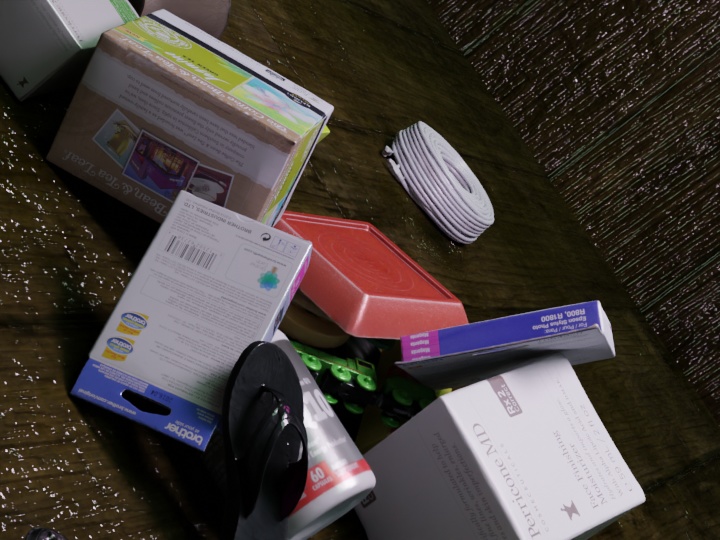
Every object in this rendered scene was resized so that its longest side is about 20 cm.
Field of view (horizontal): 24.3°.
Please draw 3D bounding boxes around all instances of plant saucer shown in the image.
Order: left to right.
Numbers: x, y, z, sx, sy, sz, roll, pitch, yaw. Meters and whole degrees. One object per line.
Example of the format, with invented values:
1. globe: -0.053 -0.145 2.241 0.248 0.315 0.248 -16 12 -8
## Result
1. plant saucer: 0.000 0.000 1.682 0.199 0.037 0.199 5 29 -49

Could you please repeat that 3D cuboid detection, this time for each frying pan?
1. frying pan: 0.017 0.119 1.772 0.190 0.031 0.116 44 27 -39

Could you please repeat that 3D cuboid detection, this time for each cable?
1. cable: 0.125 -0.135 2.534 0.201 0.069 0.200 51 16 -6

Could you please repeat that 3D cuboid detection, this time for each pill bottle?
1. pill bottle: -0.084 0.120 1.358 0.201 0.114 0.114 56 17 12

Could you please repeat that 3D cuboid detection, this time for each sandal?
1. sandal: -0.066 0.155 1.252 0.075 0.048 0.203 5 87 -45

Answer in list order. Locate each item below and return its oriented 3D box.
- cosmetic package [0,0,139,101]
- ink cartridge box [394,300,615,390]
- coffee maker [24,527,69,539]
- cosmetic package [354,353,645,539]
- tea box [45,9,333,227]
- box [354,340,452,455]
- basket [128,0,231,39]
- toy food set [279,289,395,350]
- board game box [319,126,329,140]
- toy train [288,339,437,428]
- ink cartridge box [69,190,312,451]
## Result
1. cosmetic package: -0.287 -0.234 1.581 0.108 0.084 0.200 54 15 -4
2. ink cartridge box: 0.142 0.070 1.611 0.200 0.194 0.044 44 36 -72
3. coffee maker: -0.190 0.226 0.698 0.135 0.199 0.192 53 14 11
4. cosmetic package: 0.122 0.203 1.553 0.199 0.165 0.166 -14 69 -49
5. tea box: -0.151 -0.128 1.543 0.198 0.135 0.197 29 18 0
6. box: 0.049 0.137 1.718 0.075 0.050 0.201 49 32 -19
7. basket: -0.242 -0.307 1.780 0.181 0.135 0.200 57 20 -2
8. toy food set: -0.041 0.017 1.717 0.197 0.049 0.200 11 25 -44
9. board game box: -0.112 -0.137 1.831 0.048 0.101 0.200 53 16 5
10. toy train: -0.011 0.107 1.612 0.198 0.042 0.057 22 26 -19
11. ink cartridge box: -0.130 0.042 1.302 0.118 0.042 0.201 22 58 7
